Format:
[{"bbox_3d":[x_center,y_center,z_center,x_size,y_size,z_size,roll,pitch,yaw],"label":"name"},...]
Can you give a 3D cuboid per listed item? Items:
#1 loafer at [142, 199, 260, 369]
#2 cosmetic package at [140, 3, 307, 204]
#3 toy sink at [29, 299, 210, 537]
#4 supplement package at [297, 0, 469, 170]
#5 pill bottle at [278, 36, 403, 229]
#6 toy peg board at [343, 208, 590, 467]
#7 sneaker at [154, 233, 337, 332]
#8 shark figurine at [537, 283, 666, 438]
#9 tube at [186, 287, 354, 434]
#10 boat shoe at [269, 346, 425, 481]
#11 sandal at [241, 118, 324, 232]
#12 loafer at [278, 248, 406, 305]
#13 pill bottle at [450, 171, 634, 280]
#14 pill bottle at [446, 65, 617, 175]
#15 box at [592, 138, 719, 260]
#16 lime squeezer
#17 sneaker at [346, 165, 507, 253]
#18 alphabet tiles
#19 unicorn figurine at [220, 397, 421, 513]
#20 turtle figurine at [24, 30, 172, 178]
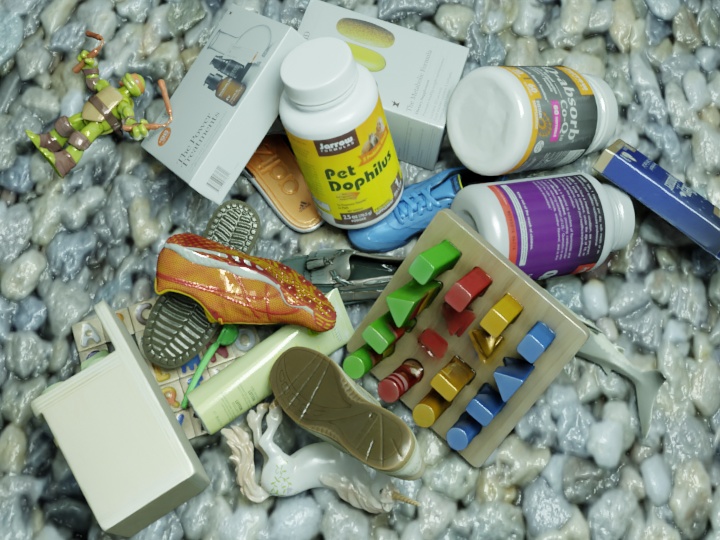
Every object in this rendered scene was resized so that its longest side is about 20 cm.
[{"bbox_3d":[-0.170,0.018,1.068,0.075,0.067,0.202,33,88,0],"label":"loafer"},{"bbox_3d":[-0.152,-0.192,1.086,0.202,0.051,0.150,-57,38,0],"label":"cosmetic package"},{"bbox_3d":[-0.252,0.155,0.981,0.111,0.131,0.202,-30,77,-11],"label":"toy sink"},{"bbox_3d":[0.015,-0.218,1.140,0.196,0.110,0.116,18,71,4],"label":"supplement package"},{"bbox_3d":[-0.022,-0.147,1.041,0.107,0.202,0.111,-9,50,11],"label":"pill bottle"},{"bbox_3d":[0.091,0.083,0.987,0.199,0.097,0.201,41,117,12],"label":"toy peg board"},{"bbox_3d":[-0.119,0.026,1.014,0.196,0.073,0.078,21,109,-1],"label":"sneaker"},{"bbox_3d":[0.234,0.091,1.072,0.213,0.128,0.090,35,98,-8],"label":"shark figurine"},{"bbox_3d":[-0.094,0.100,1.044,0.198,0.058,0.052,-34,83,-15],"label":"tube"},{"bbox_3d":[-0.015,0.146,0.969,0.198,0.065,0.073,30,76,37],"label":"boat shoe"},{"bbox_3d":[-0.108,-0.139,1.134,0.079,0.059,0.207,-38,76,-15],"label":"sandal"},{"bbox_3d":[0.000,0.000,1.080,0.195,0.064,0.073,6,46,-3],"label":"loafer"},{"bbox_3d":[0.203,-0.048,1.073,0.196,0.113,0.115,-8,70,-21],"label":"pill bottle"},{"bbox_3d":[0.199,-0.173,1.090,0.198,0.116,0.118,-12,67,-42],"label":"pill bottle"},{"bbox_3d":[0.362,-0.078,1.104,0.199,0.121,0.033,39,114,10],"label":"box"},{"bbox_3d":[-0.128,0.071,1.072,0.198,0.038,0.072,-31,106,-13],"label":"lime squeezer"},{"bbox_3d":[0.076,-0.080,1.112,0.196,0.079,0.067,-18,74,-7],"label":"sneaker"},{"bbox_3d":[-0.206,0.106,1.072,0.196,0.008,0.170,-19,72,-8],"label":"alphabet tiles"},{"bbox_3d":[-0.040,0.197,1.020,0.196,0.074,0.140,-14,77,9],"label":"unicorn figurine"},{"bbox_3d":[-0.315,-0.190,1.143,0.161,0.065,0.200,-39,63,-9],"label":"turtle figurine"}]
